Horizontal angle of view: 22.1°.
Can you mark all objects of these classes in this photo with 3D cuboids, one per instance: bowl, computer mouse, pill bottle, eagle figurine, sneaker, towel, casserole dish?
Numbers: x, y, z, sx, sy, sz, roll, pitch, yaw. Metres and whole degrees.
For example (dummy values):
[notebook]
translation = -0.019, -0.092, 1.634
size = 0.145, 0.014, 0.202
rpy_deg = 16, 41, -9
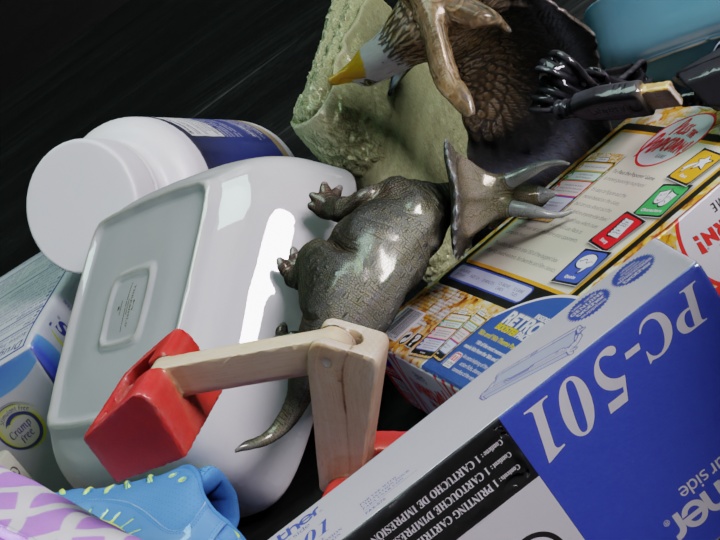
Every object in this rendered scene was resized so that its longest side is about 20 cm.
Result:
[bowl]
translation = -0.098, 0.033, 0.999
size = 0.199, 0.074, 0.201
rpy_deg = -14, 59, 53
[computer mouse]
translation = 0.174, -0.093, 0.822
size = 0.199, 0.046, 0.140
rpy_deg = 3, 9, 32
[pill bottle]
translation = -0.126, -0.043, 1.196
size = 0.111, 0.112, 0.200
rpy_deg = -28, -9, 25
[eagle figurine]
translation = 0.053, -0.127, 0.962
size = 0.150, 0.200, 0.153
rpy_deg = 5, 81, 24
[sneaker]
translation = -0.117, 0.139, 0.922
size = 0.105, 0.076, 0.200
rpy_deg = -33, 28, -23
[towel]
translation = 0.021, -0.082, 1.091
size = 0.036, 0.149, 0.200
rpy_deg = -31, 22, 22
[casserole dish]
translation = 0.202, -0.119, 0.921
size = 0.199, 0.121, 0.039
rpy_deg = -13, 67, 49

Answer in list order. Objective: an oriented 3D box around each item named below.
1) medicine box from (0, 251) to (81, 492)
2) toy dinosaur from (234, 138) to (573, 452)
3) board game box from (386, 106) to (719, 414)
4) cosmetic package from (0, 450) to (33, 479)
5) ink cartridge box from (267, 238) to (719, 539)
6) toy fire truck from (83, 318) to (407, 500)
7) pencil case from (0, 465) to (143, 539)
[medicine box]
translation = -0.229, 0.080, 1.214
size = 0.181, 0.103, 0.200
rpy_deg = -30, 19, 20
[toy dinosaur]
translation = 0.000, 0.000, 0.885
size = 0.200, 0.077, 0.102
rpy_deg = -42, 10, -21
[board game box]
translation = 0.110, -0.002, 0.878
size = 0.200, 0.046, 0.151
rpy_deg = -39, 18, -9
[cosmetic package]
translation = -0.242, 0.196, 0.999
size = 0.105, 0.071, 0.200
rpy_deg = -28, 20, 24
[ink cartridge box]
translation = 0.060, 0.088, 0.670
size = 0.200, 0.094, 0.044
rpy_deg = -37, 18, -3
[toy fire truck]
translation = 0.001, 0.069, 0.751
size = 0.199, 0.141, 0.049
rpy_deg = -26, 20, 31
[pencil case]
translation = -0.133, 0.134, 0.789
size = 0.199, 0.086, 0.084
rpy_deg = 20, 54, 25
